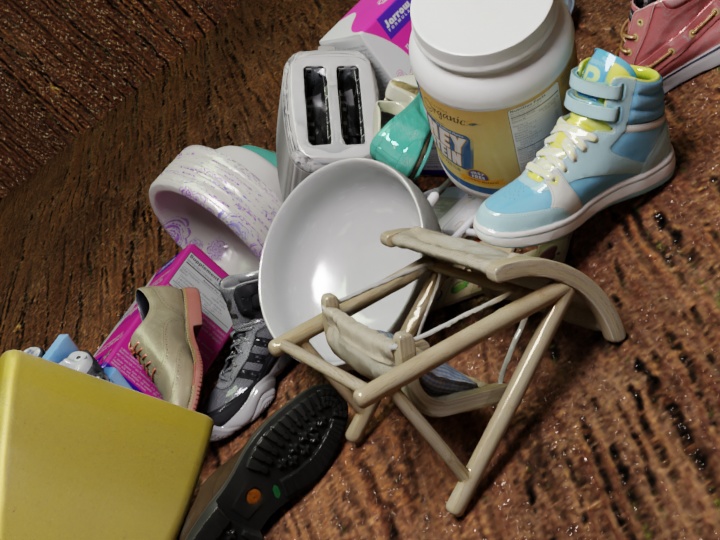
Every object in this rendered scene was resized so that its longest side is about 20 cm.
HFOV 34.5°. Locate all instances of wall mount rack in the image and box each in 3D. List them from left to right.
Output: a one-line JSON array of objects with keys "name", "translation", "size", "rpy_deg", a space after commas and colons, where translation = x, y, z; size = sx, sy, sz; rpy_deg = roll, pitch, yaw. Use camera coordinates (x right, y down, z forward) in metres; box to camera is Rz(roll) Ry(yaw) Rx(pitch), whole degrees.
[{"name": "wall mount rack", "translation": [0.102, -0.103, 1.190], "size": [0.174, 0.075, 0.199], "rpy_deg": [-45, 24, -17]}]

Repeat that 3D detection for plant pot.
[{"name": "plant pot", "translation": [-0.264, 0.221, 1.013], "size": [0.200, 0.198, 0.178], "rpy_deg": [-45, 32, 40]}]

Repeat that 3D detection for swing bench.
[{"name": "swing bench", "translation": [0.063, 0.051, 0.915], "size": [0.200, 0.130, 0.198], "rpy_deg": [-45, 23, -12]}]

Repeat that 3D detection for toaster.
[{"name": "toaster", "translation": [-0.033, -0.139, 1.237], "size": [0.112, 0.130, 0.202], "rpy_deg": [-1, 63, -5]}]

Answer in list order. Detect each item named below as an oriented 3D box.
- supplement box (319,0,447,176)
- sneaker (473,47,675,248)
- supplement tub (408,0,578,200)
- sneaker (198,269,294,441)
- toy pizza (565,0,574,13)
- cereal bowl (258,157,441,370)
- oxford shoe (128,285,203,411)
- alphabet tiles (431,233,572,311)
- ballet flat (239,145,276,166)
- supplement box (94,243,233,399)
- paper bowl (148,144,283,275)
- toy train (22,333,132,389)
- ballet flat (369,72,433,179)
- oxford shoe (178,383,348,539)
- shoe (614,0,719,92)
[{"name": "supplement box", "translation": [0.063, -0.214, 1.305], "size": [0.101, 0.200, 0.103], "rpy_deg": [-47, 23, -17]}, {"name": "sneaker", "translation": [0.172, -0.109, 0.961], "size": [0.198, 0.132, 0.079], "rpy_deg": [-27, 37, -19]}, {"name": "supplement tub", "translation": [0.123, -0.171, 1.032], "size": [0.143, 0.201, 0.146], "rpy_deg": [-8, 57, 12]}, {"name": "sneaker", "translation": [-0.120, 0.072, 1.185], "size": [0.200, 0.114, 0.075], "rpy_deg": [-47, 23, -15]}, {"name": "toy pizza", "translation": [0.185, -0.274, 1.444], "size": [0.199, 0.032, 0.201], "rpy_deg": [-34, 22, 16]}, {"name": "cereal bowl", "translation": [0.000, 0.000, 1.111], "size": [0.198, 0.083, 0.203], "rpy_deg": [-12, 70, 33]}, {"name": "oxford shoe", "translation": [-0.201, 0.096, 1.179], "size": [0.201, 0.074, 0.071], "rpy_deg": [-102, 28, -47]}, {"name": "alphabet tiles", "translation": [0.146, -0.047, 1.123], "size": [0.166, 0.008, 0.201], "rpy_deg": [-22, 29, 38]}, {"name": "ballet flat", "translation": [-0.083, -0.111, 1.506], "size": [0.198, 0.071, 0.071], "rpy_deg": [20, 57, 30]}, {"name": "supplement box", "translation": [-0.222, 0.084, 1.303], "size": [0.101, 0.103, 0.201], "rpy_deg": [-33, 19, 47]}, {"name": "paper bowl", "translation": [-0.140, -0.063, 1.347], "size": [0.105, 0.201, 0.200], "rpy_deg": [-51, 25, -23]}, {"name": "toy train", "translation": [-0.262, 0.152, 1.163], "size": [0.113, 0.201, 0.087], "rpy_deg": [-7, 37, 35]}, {"name": "ballet flat", "translation": [0.052, -0.164, 1.174], "size": [0.068, 0.070, 0.201], "rpy_deg": [-60, 3, 37]}, {"name": "oxford shoe", "translation": [-0.091, 0.173, 1.010], "size": [0.200, 0.073, 0.084], "rpy_deg": [-46, 21, -14]}, {"name": "shoe", "translation": [0.272, -0.216, 1.122], "size": [0.199, 0.091, 0.072], "rpy_deg": [-29, 25, 26]}]
